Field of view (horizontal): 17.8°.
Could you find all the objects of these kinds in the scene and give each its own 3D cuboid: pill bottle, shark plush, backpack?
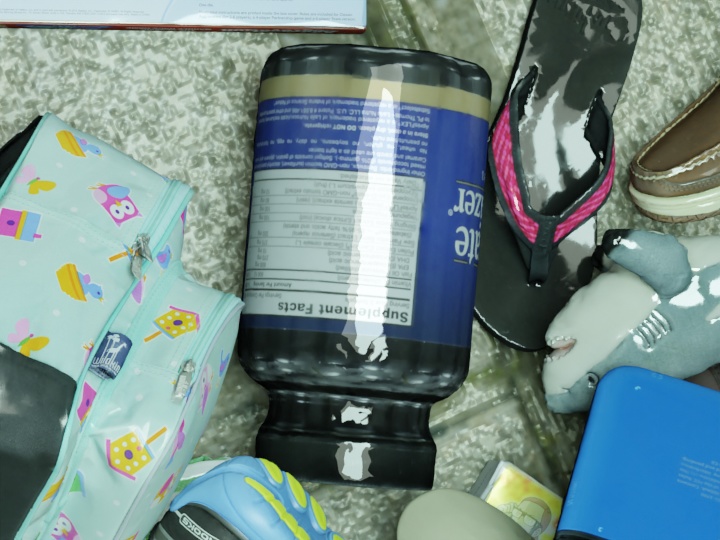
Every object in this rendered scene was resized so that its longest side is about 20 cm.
[{"bbox_3d":[0.000,0.000,1.082,0.111,0.112,0.201,5,87,-9],"label":"pill bottle"},{"bbox_3d":[0.186,0.027,1.095,0.199,0.091,0.084,1,85,-9],"label":"shark plush"},{"bbox_3d":[-0.138,0.039,1.014,0.153,0.176,0.200,19,44,-8],"label":"backpack"}]

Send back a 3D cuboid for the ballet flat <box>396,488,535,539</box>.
[{"bbox_3d":[0.093,0.183,1.067,0.069,0.069,0.200,-38,94,-9],"label":"ballet flat"}]

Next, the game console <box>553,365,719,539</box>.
[{"bbox_3d":[0.175,0.163,1.027,0.199,0.119,0.171,18,49,4],"label":"game console"}]

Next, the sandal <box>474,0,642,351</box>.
[{"bbox_3d":[0.095,-0.060,1.133,0.075,0.045,0.201,15,85,-10],"label":"sandal"}]

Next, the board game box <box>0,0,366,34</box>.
[{"bbox_3d":[-0.096,-0.169,1.119,0.199,0.019,0.103,0,89,-10],"label":"board game box"}]

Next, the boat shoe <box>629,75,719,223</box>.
[{"bbox_3d":[0.209,-0.101,1.135,0.202,0.075,0.075,-33,119,-19],"label":"boat shoe"}]

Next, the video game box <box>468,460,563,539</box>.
[{"bbox_3d":[0.098,0.221,1.122,0.200,0.047,0.183,35,84,-6],"label":"video game box"}]

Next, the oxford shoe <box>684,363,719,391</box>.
[{"bbox_3d":[0.158,0.100,1.094,0.072,0.071,0.201,19,55,-31],"label":"oxford shoe"}]

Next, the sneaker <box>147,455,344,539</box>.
[{"bbox_3d":[-0.024,0.174,1.049,0.083,0.071,0.200,-30,107,20],"label":"sneaker"}]

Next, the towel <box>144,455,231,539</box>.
[{"bbox_3d":[-0.115,0.197,1.098,0.152,0.023,0.201,-9,89,-11],"label":"towel"}]
